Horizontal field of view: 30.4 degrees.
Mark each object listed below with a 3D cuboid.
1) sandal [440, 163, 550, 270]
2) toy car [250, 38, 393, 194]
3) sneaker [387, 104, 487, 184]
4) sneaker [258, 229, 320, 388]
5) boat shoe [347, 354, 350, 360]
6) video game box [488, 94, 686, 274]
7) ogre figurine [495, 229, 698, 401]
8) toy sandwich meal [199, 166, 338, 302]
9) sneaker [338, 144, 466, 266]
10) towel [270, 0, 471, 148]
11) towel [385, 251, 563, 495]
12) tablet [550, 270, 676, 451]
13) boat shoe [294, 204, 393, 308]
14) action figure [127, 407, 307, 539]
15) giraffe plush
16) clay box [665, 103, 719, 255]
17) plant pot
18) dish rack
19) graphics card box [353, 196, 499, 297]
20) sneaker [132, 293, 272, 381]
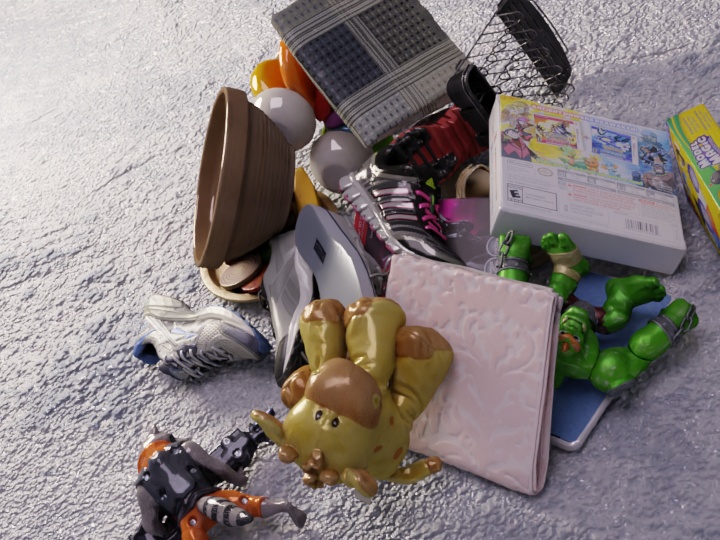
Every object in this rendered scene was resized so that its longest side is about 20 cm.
[{"bbox_3d":[0.145,-0.086,1.471,0.077,0.070,0.212,-32,41,-4],"label":"sandal"},{"bbox_3d":[-0.028,-0.208,1.589,0.150,0.199,0.176,-46,18,38],"label":"toy car"},{"bbox_3d":[0.079,-0.138,1.533,0.200,0.071,0.097,-35,7,-38],"label":"sneaker"},{"bbox_3d":[-0.075,0.042,1.451,0.078,0.074,0.203,-9,54,20],"label":"sneaker"},{"bbox_3d":[0.061,0.076,1.347,0.197,0.074,0.076,-6,43,27],"label":"boat shoe"},{"bbox_3d":[0.231,-0.092,1.377,0.197,0.047,0.184,12,48,-7],"label":"video game box"},{"bbox_3d":[0.211,0.047,1.261,0.121,0.198,0.098,-63,7,-22],"label":"ogre figurine"},{"bbox_3d":[-0.117,-0.051,1.580,0.202,0.071,0.207,-16,43,15],"label":"toy sandwich meal"},{"bbox_3d":[0.056,-0.063,1.377,0.088,0.074,0.200,-48,50,8],"label":"sneaker"},{"bbox_3d":[0.017,-0.253,1.531,0.199,0.035,0.193,-34,82,-33],"label":"towel"},{"bbox_3d":[0.099,0.093,1.256,0.198,0.194,0.032,16,15,40],"label":"towel"},{"bbox_3d":[0.212,0.083,1.308,0.129,0.014,0.200,18,58,40],"label":"tablet"},{"bbox_3d":[-0.002,0.004,1.374,0.085,0.075,0.202,9,27,-27],"label":"boat shoe"},{"bbox_3d":[-0.145,0.207,1.315,0.192,0.105,0.200,29,68,34],"label":"action figure"},{"bbox_3d":[-0.017,0.130,1.203,0.170,0.204,0.162,-1,3,22],"label":"giraffe plush"},{"bbox_3d":[0.361,-0.057,1.290,0.047,0.116,0.201,-22,41,7],"label":"clay box"},{"bbox_3d":[-0.128,-0.098,1.491,0.091,0.203,0.202,8,40,-15],"label":"plant pot"},{"bbox_3d":[0.187,-0.224,1.532,0.054,0.154,0.201,-7,41,49],"label":"dish rack"},{"bbox_3d":[0.080,-0.011,1.418,0.197,0.051,0.127,-1,69,27],"label":"graphics card box"},{"bbox_3d":[-0.180,0.089,1.485,0.198,0.077,0.086,6,61,43],"label":"sneaker"}]
